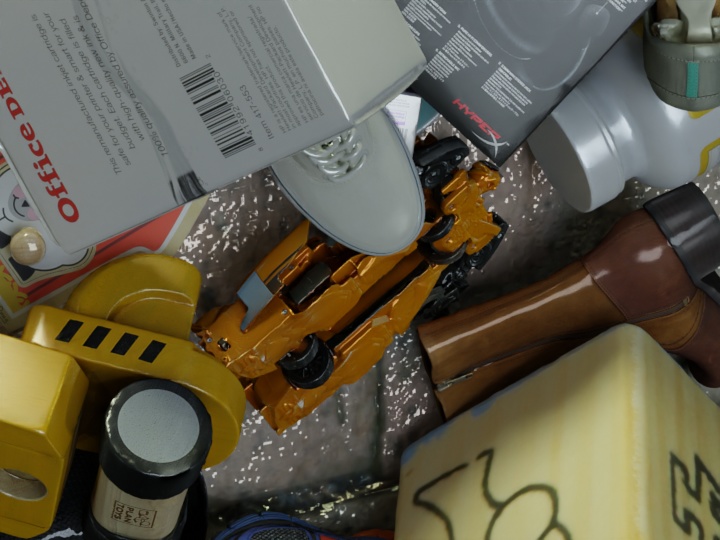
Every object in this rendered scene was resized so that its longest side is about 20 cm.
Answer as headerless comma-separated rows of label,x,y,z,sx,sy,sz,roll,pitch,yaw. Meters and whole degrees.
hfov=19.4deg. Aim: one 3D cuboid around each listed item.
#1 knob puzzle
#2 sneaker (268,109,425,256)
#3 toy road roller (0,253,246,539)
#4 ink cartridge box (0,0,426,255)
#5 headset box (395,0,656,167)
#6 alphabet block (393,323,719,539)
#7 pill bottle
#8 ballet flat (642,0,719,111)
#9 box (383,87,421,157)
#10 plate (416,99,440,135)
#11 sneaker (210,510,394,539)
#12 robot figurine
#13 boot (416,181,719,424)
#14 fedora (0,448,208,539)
knob puzzle,-0.156,-0.082,1.129,0.218,0.030,0.221,-1,111,-4
sneaker,-0.027,-0.081,1.111,0.073,0.071,0.200,-34,115,4
toy road roller,-0.160,0.061,1.136,0.199,0.147,0.123,15,145,-5
ink cartridge box,-0.092,-0.113,1.021,0.086,0.199,0.147,-41,105,-50
headset box,0.086,-0.182,1.129,0.148,0.075,0.200,40,102,-14
alphabet block,0.143,0.190,1.246,0.195,0.201,0.196,-33,119,30
pill bottle,0.198,-0.119,1.264,0.199,0.112,0.113,-30,117,-11
ballet flat,0.189,-0.180,1.200,0.067,0.201,0.064,-3,142,8
box,-0.066,-0.097,1.168,0.198,0.039,0.042,6,108,-7
plate,-0.026,-0.156,1.184,0.199,0.026,0.202,-1,110,-3
sneaker,-0.018,0.193,1.279,0.199,0.078,0.076,4,104,-37
robot figurine,0.000,0.000,1.235,0.200,0.058,0.145,-42,148,-6
boot,0.142,0.053,1.315,0.199,0.069,0.189,-29,148,-2
fedora,-0.173,0.162,1.211,0.199,0.092,0.202,-7,110,-21
